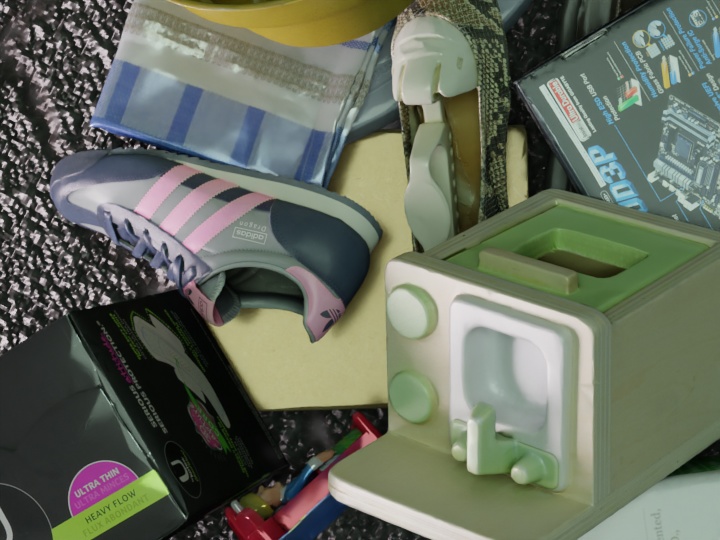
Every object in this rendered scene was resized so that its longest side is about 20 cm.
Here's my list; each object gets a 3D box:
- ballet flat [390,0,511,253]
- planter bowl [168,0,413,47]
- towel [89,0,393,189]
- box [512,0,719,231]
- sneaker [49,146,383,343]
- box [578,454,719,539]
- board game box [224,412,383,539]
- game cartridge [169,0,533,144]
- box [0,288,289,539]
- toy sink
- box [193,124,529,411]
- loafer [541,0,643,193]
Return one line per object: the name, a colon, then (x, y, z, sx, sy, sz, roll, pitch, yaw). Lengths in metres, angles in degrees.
ballet flat: (0.047, -0.075, 1.300, 0.068, 0.075, 0.200, 4, 108, 29)
planter bowl: (-0.021, -0.179, 1.264, 0.200, 0.084, 0.201, -12, 45, 13)
towel: (-0.053, -0.151, 1.335, 0.147, 0.024, 0.200, 20, 84, 7)
box: (0.200, -0.058, 1.280, 0.159, 0.046, 0.200, -32, 90, 4)
sneaker: (-0.093, -0.014, 1.319, 0.200, 0.070, 0.082, 10, 62, 21)
box: (0.157, 0.205, 1.277, 0.171, 0.199, 0.200, -8, 87, 3)
board game box: (-0.033, 0.120, 1.287, 0.039, 0.200, 0.158, 47, 126, 7)
game cartridge: (-0.002, -0.151, 1.360, 0.200, 0.041, 0.133, -32, 78, -1)
box: (-0.151, 0.103, 1.282, 0.148, 0.200, 0.124, -32, 85, 12)
toy sink: (0.089, 0.044, 1.188, 0.130, 0.200, 0.112, 17, 120, 37)
box: (0.000, 0.000, 1.376, 0.200, 0.021, 0.164, -2, 89, 3)
loafer: (0.148, -0.097, 1.342, 0.071, 0.073, 0.200, 8, 100, 15)
